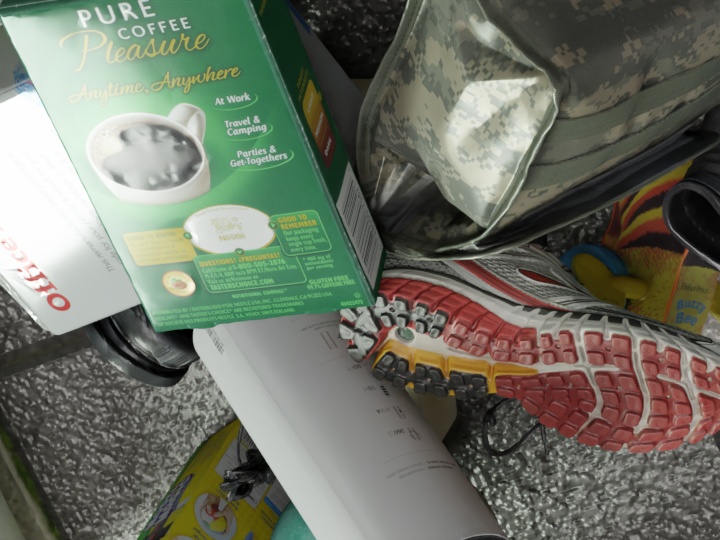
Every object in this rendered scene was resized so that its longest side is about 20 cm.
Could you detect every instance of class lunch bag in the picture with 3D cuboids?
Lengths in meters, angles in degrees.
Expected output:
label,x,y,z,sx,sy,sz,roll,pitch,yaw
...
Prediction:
label,x,y,z,sx,sy,sz,roll,pitch,yaw
lunch bag,0.095,-0.088,1.211,0.118,0.163,0.200,53,150,19

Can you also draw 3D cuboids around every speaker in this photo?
label,x,y,z,sx,sy,sz,roll,pitch,yaw
speaker,-0.005,0.087,1.281,0.081,0.081,0.200,-55,52,26

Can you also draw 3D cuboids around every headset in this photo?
label,x,y,z,sx,sy,sz,roll,pitch,yaw
headset,-0.095,0.024,1.399,0.123,0.094,0.201,-23,95,24

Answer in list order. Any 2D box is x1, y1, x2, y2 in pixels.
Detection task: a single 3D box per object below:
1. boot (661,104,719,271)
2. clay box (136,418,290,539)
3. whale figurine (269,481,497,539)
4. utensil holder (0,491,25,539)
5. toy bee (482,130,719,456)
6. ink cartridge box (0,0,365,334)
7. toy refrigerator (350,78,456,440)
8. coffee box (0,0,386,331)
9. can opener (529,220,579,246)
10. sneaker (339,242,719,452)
label,x,y,z,sx,sy,sz,roll,pitch,yaw
boot,0.249,-0.016,1.288,0.199,0.132,0.070,22,131,3
clay box,-0.077,0.184,1.408,0.048,0.200,0.115,-34,104,36
whale figurine,0.025,0.194,1.341,0.158,0.104,0.201,-22,83,11
utensil holder,-0.278,0.154,1.457,0.169,0.170,0.201,-19,111,18
toy bee,0.155,0.032,1.345,0.109,0.130,0.201,40,133,40
ink cartridge box,-0.114,-0.067,1.288,0.199,0.085,0.145,-21,124,29
toy refrigerator,0.000,0.000,1.388,0.075,0.070,0.201,0,113,19
coffee box,-0.073,-0.062,1.193,0.122,0.044,0.201,-7,129,22
can opener,0.076,-0.087,1.333,0.078,0.063,0.201,-4,113,-9
sneaker,0.095,0.024,1.254,0.199,0.082,0.078,18,136,8
